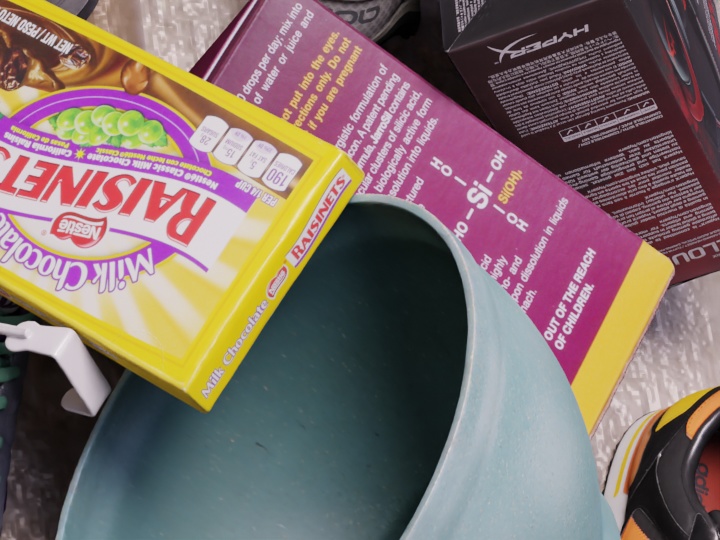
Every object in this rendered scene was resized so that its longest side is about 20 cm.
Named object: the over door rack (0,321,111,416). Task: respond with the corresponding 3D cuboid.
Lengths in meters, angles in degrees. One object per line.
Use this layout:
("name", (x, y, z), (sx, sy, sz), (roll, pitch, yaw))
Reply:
("over door rack", (-0.208, 0.052, 0.975), (0.199, 0.067, 0.148), (16, 57, 25))

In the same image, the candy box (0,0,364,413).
("candy box", (-0.104, -0.035, 1.012), (0.199, 0.026, 0.103), (27, 80, 30))

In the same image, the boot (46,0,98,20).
("boot", (-0.159, -0.117, 1.111), (0.131, 0.070, 0.201), (26, 90, -48))

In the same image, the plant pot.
("plant pot", (0.007, 0.093, 0.981), (0.134, 0.200, 0.201), (36, 57, -34))

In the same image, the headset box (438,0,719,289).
("headset box", (0.099, -0.094, 1.159), (0.200, 0.075, 0.149), (54, 25, -46))

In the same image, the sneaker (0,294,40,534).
("sneaker", (-0.154, 0.037, 1.046), (0.074, 0.088, 0.201), (13, 65, -20))

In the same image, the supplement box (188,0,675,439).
("supplement box", (0.000, 0.000, 1.110), (0.199, 0.131, 0.104), (36, 59, -9))

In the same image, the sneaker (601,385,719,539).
("sneaker", (0.133, 0.137, 1.141), (0.070, 0.090, 0.201), (20, 62, -17))

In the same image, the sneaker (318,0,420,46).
("sneaker", (0.006, -0.149, 1.211), (0.073, 0.088, 0.200), (23, 38, 4))
